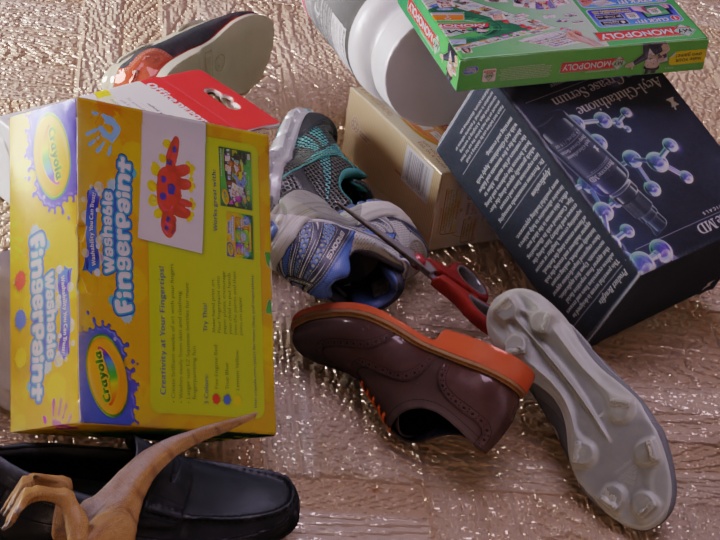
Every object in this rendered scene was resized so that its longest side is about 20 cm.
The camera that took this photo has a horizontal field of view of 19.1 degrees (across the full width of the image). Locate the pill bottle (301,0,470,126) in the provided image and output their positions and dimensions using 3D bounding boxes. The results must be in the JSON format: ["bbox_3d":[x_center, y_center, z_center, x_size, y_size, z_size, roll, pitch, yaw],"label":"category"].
[{"bbox_3d":[0.031,-0.203,1.737,0.113,0.115,0.200,-3,30,-21],"label":"pill bottle"}]

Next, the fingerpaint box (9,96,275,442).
[{"bbox_3d":[-0.138,0.005,1.361,0.073,0.201,0.166,-11,-12,42],"label":"fingerpaint box"}]

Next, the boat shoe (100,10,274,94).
[{"bbox_3d":[-0.142,-0.180,1.838,0.062,0.072,0.200,14,28,26],"label":"boat shoe"}]

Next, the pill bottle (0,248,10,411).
[{"bbox_3d":[-0.169,0.015,1.461,0.111,0.112,0.200,28,36,29],"label":"pill bottle"}]

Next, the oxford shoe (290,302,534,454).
[{"bbox_3d":[0.021,0.073,1.461,0.199,0.073,0.071,13,-19,41],"label":"oxford shoe"}]

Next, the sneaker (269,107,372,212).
[{"bbox_3d":[-0.033,-0.067,1.665,0.091,0.078,0.200,16,24,4],"label":"sneaker"}]

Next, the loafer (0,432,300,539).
[{"bbox_3d":[-0.133,0.136,1.310,0.199,0.071,0.068,2,32,-13],"label":"loafer"}]

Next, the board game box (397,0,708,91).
[{"bbox_3d":[0.142,-0.187,1.609,0.199,0.029,0.135,-6,38,-18],"label":"board game box"}]

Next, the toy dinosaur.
[{"bbox_3d":[-0.152,0.149,1.254,0.106,0.060,0.201,30,61,-12],"label":"toy dinosaur"}]

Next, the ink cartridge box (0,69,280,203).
[{"bbox_3d":[-0.174,-0.090,1.677,0.199,0.068,0.116,-19,40,-38],"label":"ink cartridge box"}]

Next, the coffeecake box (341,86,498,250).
[{"bbox_3d":[0.108,-0.095,1.761,0.199,0.073,0.154,-9,34,-29],"label":"coffeecake box"}]

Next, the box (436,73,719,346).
[{"bbox_3d":[0.182,-0.067,1.620,0.148,0.107,0.200,-23,68,-35],"label":"box"}]

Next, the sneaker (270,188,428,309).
[{"bbox_3d":[0.000,0.000,1.550,0.085,0.077,0.200,43,19,24],"label":"sneaker"}]

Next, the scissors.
[{"bbox_3d":[0.051,0.002,1.524,0.200,0.014,0.073,29,26,-54],"label":"scissors"}]

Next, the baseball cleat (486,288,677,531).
[{"bbox_3d":[0.163,0.094,1.465,0.201,0.070,0.106,59,15,26],"label":"baseball cleat"}]
